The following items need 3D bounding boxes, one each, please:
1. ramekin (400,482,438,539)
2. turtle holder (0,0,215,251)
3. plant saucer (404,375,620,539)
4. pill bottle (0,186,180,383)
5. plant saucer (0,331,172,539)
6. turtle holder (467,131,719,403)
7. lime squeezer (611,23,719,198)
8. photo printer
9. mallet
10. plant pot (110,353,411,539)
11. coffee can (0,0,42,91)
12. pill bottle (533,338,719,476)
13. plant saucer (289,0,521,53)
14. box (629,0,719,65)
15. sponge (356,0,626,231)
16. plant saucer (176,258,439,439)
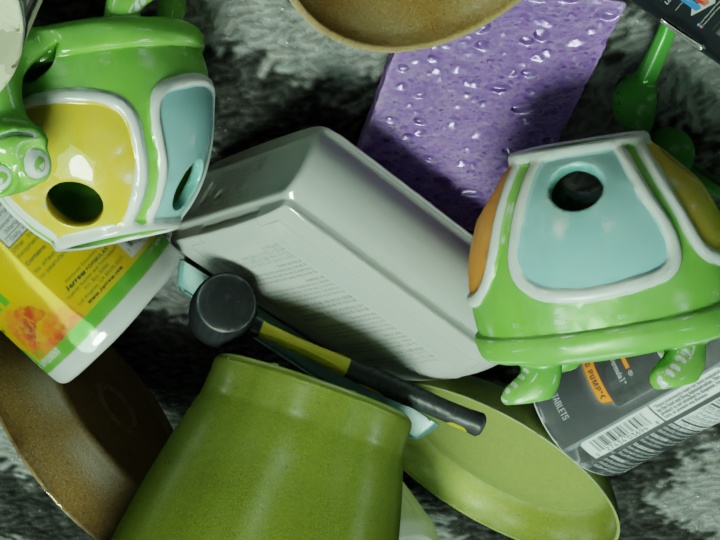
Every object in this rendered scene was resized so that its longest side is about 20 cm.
[{"bbox_3d":[-0.031,0.220,1.200,0.094,0.202,0.203,41,149,33],"label":"ramekin"},{"bbox_3d":[-0.145,-0.082,0.922,0.140,0.133,0.185,-11,180,-10],"label":"turtle holder"},{"bbox_3d":[0.095,0.128,1.177,0.199,0.031,0.200,27,155,14],"label":"plant saucer"},{"bbox_3d":[-0.217,-0.036,1.035,0.200,0.111,0.111,44,130,-8],"label":"pill bottle"},{"bbox_3d":[-0.175,0.101,1.134,0.035,0.201,0.200,-36,123,11],"label":"plant saucer"},{"bbox_3d":[0.147,-0.008,0.926,0.185,0.141,0.133,-6,95,36],"label":"turtle holder"},{"bbox_3d":[0.186,-0.089,0.983,0.070,0.038,0.200,-32,128,-2],"label":"lime squeezer"},{"bbox_3d":[0.000,0.000,1.045,0.200,0.070,0.166,36,156,-23],"label":"photo printer"},{"bbox_3d":[-0.017,0.058,1.056,0.199,0.041,0.066,26,167,-12],"label":"mallet"},{"bbox_3d":[-0.057,0.160,1.029,0.199,0.194,0.200,18,171,3],"label":"plant pot"},{"bbox_3d":[-0.208,-0.192,0.825,0.145,0.201,0.147,6,136,5],"label":"coffee can"},{"bbox_3d":[0.208,0.043,1.055,0.106,0.107,0.200,35,131,-24],"label":"pill bottle"},{"bbox_3d":[0.038,-0.201,0.831,0.199,0.035,0.201,-21,138,-20],"label":"plant saucer"},{"bbox_3d":[0.185,-0.211,0.798,0.158,0.046,0.200,30,116,-19],"label":"box"},{"bbox_3d":[0.068,-0.106,0.984,0.111,0.030,0.201,17,136,-5],"label":"sponge"},{"bbox_3d":[-0.039,0.055,1.119,0.199,0.019,0.070,34,173,-2],"label":"plant saucer"}]
